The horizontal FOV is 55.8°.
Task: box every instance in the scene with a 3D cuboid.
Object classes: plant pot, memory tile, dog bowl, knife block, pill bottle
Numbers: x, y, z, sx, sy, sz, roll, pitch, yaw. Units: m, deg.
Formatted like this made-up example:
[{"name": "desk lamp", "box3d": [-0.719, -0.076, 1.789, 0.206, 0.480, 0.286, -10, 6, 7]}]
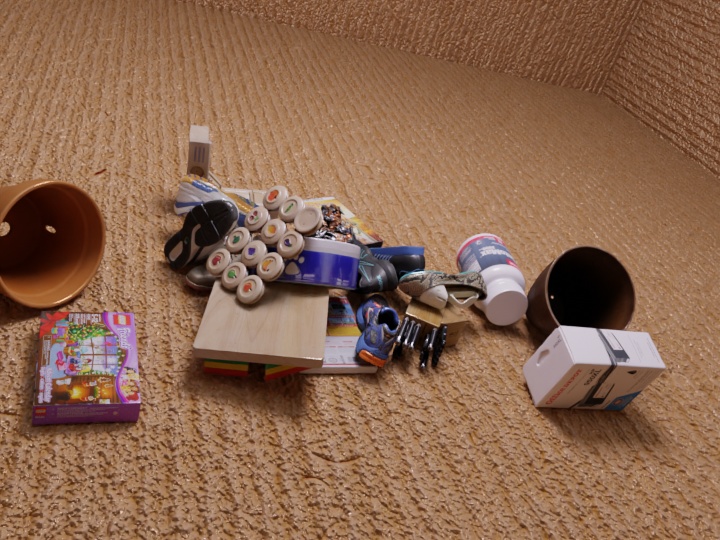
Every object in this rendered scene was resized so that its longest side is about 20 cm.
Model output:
[{"name": "plant pot", "box3d": [0.413, 0.063, 1.370, 0.185, 0.189, 0.200, 13, -13, -9]}, {"name": "memory tile", "box3d": [-0.165, -0.048, 1.154, 0.153, 0.200, 0.017, 36, -7, 38]}, {"name": "dog bowl", "box3d": [-0.102, -0.013, 1.246, 0.198, 0.080, 0.200, 6, -3, 0]}, {"name": "knife block", "box3d": [0.102, 0.097, 1.288, 0.174, 0.064, 0.200, -3, 37, -33]}, {"name": "pill bottle", "box3d": [0.284, 0.020, 1.456, 0.118, 0.120, 0.201, 9, 32, -15]}, {"name": "plant pot", "box3d": [-0.534, -0.055, 1.089, 0.139, 0.202, 0.200, 16, 26, 29]}]

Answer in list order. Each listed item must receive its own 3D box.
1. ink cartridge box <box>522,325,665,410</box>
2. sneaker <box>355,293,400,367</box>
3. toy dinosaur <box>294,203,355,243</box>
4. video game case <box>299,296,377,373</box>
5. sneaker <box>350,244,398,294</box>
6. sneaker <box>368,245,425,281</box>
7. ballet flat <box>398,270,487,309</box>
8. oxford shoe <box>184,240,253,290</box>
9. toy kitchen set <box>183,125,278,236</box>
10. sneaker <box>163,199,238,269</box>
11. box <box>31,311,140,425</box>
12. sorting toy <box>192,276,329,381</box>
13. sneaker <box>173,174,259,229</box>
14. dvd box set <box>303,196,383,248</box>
[{"name": "ink cartridge box", "box3d": [0.420, 0.181, 1.237, 0.198, 0.145, 0.085, 6, 46, -19]}, {"name": "sneaker", "box3d": [0.040, 0.095, 1.226, 0.075, 0.079, 0.200, 30, 22, -15]}, {"name": "toy dinosaur", "box3d": [-0.074, -0.064, 1.406, 0.134, 0.103, 0.201, 7, 30, -14]}, {"name": "video game case", "box3d": [-0.064, 0.111, 1.224, 0.142, 0.018, 0.201, 4, 34, -23]}, {"name": "sneaker", "box3d": [0.000, 0.000, 1.350, 0.079, 0.076, 0.200, -20, 17, -18]}, {"name": "sneaker", "box3d": [0.058, -0.007, 1.396, 0.070, 0.079, 0.199, 2, -3, -33]}, {"name": "ballet flat", "box3d": [0.168, 0.039, 1.300, 0.199, 0.068, 0.076, -1, 51, -33]}, {"name": "oxford shoe", "box3d": [-0.245, -0.020, 1.280, 0.070, 0.075, 0.199, 35, 35, 23]}, {"name": "toy kitchen set", "box3d": [-0.261, -0.173, 1.411, 0.198, 0.182, 0.164, 4, 34, -15]}, {"name": "sneaker", "box3d": [-0.269, -0.077, 1.261, 0.115, 0.200, 0.076, -23, 82, -54]}, {"name": "box", "box3d": [-0.396, 0.135, 0.988, 0.136, 0.039, 0.200, 3, 34, -25]}, {"name": "sorting toy", "box3d": [-0.156, 0.101, 1.119, 0.197, 0.070, 0.201, 6, 31, -3]}, {"name": "sneaker", "box3d": [-0.271, -0.110, 1.347, 0.199, 0.089, 0.075, 26, 14, -11]}, {"name": "dvd box set", "box3d": [-0.061, -0.101, 1.551, 0.145, 0.030, 0.200, -11, 42, -40]}]
